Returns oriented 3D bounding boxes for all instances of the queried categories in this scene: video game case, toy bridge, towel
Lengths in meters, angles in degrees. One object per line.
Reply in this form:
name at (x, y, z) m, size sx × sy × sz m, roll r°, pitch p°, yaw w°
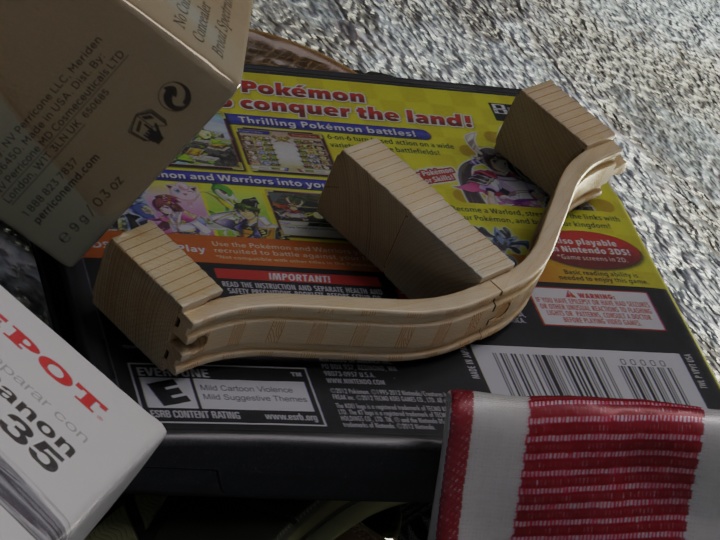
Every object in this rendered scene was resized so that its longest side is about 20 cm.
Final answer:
video game case at (0.000, 0.000, 0.761) m, size 0.200 × 0.026 × 0.181 m, roll 3°, pitch 39°, yaw -23°
toy bridge at (0.017, -0.008, 0.734) m, size 0.200 × 0.027 × 0.067 m, roll -22°, pitch 55°, yaw -43°
towel at (0.115, 0.111, 0.698) m, size 0.200 × 0.144 × 0.023 m, roll 6°, pitch 10°, yaw -6°

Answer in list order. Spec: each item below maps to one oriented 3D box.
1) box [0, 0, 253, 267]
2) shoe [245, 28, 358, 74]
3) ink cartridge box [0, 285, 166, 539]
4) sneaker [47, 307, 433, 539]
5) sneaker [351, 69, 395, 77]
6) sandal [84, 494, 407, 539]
box at (-0.130, -0.102, 0.676) m, size 0.200 × 0.078 × 0.095 m, roll 36°, pitch 26°, yaw -20°
shoe at (-0.066, -0.050, 0.856) m, size 0.200 × 0.053 × 0.070 m, roll 17°, pitch 45°, yaw -7°
ink cartridge box at (-0.147, 0.046, 0.552) m, size 0.147 × 0.083 × 0.200 m, roll 41°, pitch 20°, yaw 0°
sneaker at (-0.001, 0.044, 0.823) m, size 0.200 × 0.075 × 0.114 m, roll -1°, pitch 68°, yaw -29°
sneaker at (-0.027, -0.046, 0.963) m, size 0.200 × 0.076 × 0.091 m, roll 21°, pitch 16°, yaw -24°
sandal at (-0.025, 0.063, 0.740) m, size 0.201 × 0.057 × 0.080 m, roll -22°, pitch 54°, yaw -38°
